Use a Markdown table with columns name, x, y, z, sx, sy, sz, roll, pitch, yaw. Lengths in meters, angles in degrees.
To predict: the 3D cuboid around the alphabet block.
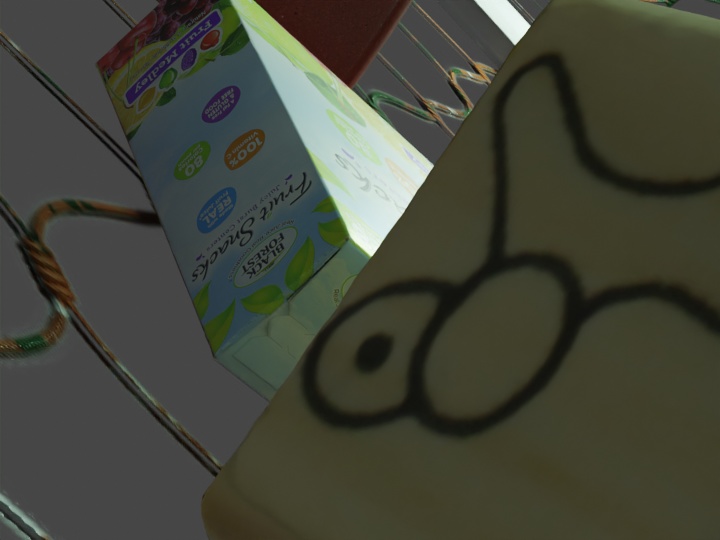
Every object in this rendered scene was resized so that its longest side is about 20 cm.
| name | x | y | z | sx | sy | sz | roll | pitch | yaw |
| --- | --- | --- | --- | --- | --- | --- | --- | --- | --- |
| alphabet block | 0.115 | 0.063 | 0.719 | 0.196 | 0.195 | 0.200 | 42 | -10 | -33 |

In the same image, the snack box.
| name | x | y | z | sx | sy | sz | roll | pitch | yaw |
| --- | --- | --- | --- | --- | --- | --- | --- | --- | --- |
| snack box | 0.000 | 0.000 | 0.984 | 0.169 | 0.068 | 0.200 | 40 | 15 | -36 |

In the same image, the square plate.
| name | x | y | z | sx | sy | sz | roll | pitch | yaw |
| --- | --- | --- | --- | --- | --- | --- | --- | --- | --- |
| square plate | 0.101 | -0.207 | 2.214 | 0.198 | 0.028 | 0.200 | 47 | 11 | 0 |

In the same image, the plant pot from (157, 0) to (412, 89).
| name | x | y | z | sx | sy | sz | roll | pitch | yaw |
| --- | --- | --- | --- | --- | --- | --- | --- | --- | --- |
| plant pot | -0.046 | -0.222 | 1.311 | 0.200 | 0.176 | 0.200 | 41 | 13 | -32 |
